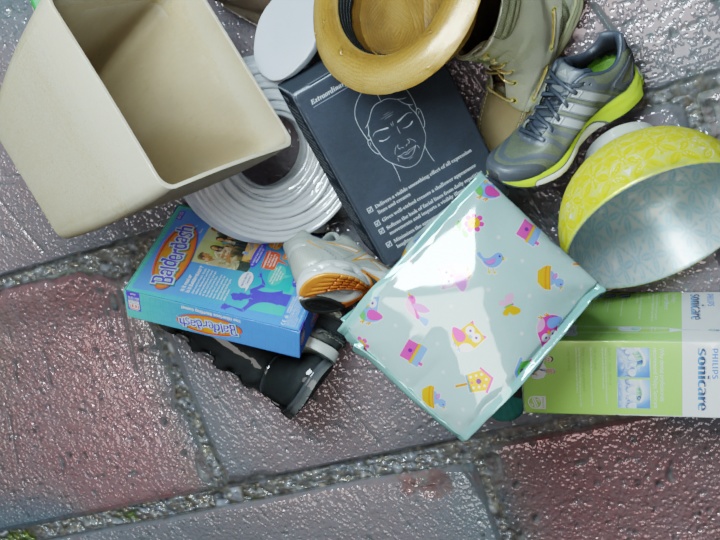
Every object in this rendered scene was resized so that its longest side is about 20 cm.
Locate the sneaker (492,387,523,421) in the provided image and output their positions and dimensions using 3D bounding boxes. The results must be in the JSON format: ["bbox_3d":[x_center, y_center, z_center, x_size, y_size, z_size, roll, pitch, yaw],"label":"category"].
[{"bbox_3d":[0.144,0.081,1.287,0.071,0.080,0.200,-4,108,16],"label":"sneaker"}]

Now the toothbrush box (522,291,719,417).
[{"bbox_3d":[0.273,0.083,1.219,0.200,0.146,0.086,-2,108,15],"label":"toothbrush box"}]

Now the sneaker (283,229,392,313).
[{"bbox_3d":[0.000,0.000,1.267,0.076,0.200,0.092,-43,54,24],"label":"sneaker"}]

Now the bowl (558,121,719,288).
[{"bbox_3d":[0.279,-0.082,1.170,0.200,0.200,0.108,-34,54,23],"label":"bowl"}]

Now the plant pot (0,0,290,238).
[{"bbox_3d":[-0.225,-0.140,1.115,0.177,0.200,0.200,-33,88,34],"label":"plant pot"}]

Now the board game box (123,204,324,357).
[{"bbox_3d":[-0.137,0.008,1.299,0.200,0.152,0.045,14,135,11],"label":"board game box"}]

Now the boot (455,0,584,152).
[{"bbox_3d":[0.133,-0.199,1.149,0.072,0.155,0.200,32,113,31],"label":"boot"}]

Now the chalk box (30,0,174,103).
[{"bbox_3d":[-0.245,-0.244,1.258,0.124,0.124,0.200,-16,102,19],"label":"chalk box"}]

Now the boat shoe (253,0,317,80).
[{"bbox_3d":[-0.038,-0.273,1.158,0.069,0.057,0.200,41,118,19],"label":"boat shoe"}]

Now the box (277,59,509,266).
[{"bbox_3d":[0.032,-0.133,1.190,0.148,0.107,0.200,-30,109,-4],"label":"box"}]

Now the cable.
[{"bbox_3d":[-0.100,-0.126,1.249,0.200,0.069,0.200,-6,105,-16],"label":"cable"}]

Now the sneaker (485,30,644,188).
[{"bbox_3d":[0.192,-0.159,1.144,0.074,0.200,0.081,32,158,40],"label":"sneaker"}]

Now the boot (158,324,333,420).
[{"bbox_3d":[-0.136,0.083,1.337,0.200,0.066,0.165,39,155,1],"label":"boot"}]

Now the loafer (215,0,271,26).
[{"bbox_3d":[-0.130,-0.298,1.222,0.200,0.071,0.073,27,114,-13],"label":"loafer"}]

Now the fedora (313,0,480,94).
[{"bbox_3d":[0.048,-0.246,1.062,0.200,0.082,0.201,-10,72,33],"label":"fedora"}]

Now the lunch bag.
[{"bbox_3d":[0.100,0.039,1.110,0.170,0.122,0.200,42,88,2],"label":"lunch bag"}]

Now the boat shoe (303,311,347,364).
[{"bbox_3d":[-0.100,0.041,1.353,0.200,0.076,0.060,26,75,15],"label":"boat shoe"}]
